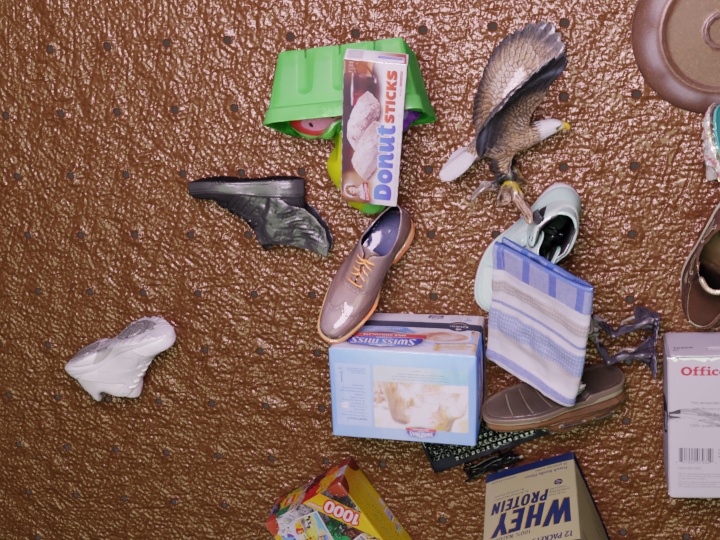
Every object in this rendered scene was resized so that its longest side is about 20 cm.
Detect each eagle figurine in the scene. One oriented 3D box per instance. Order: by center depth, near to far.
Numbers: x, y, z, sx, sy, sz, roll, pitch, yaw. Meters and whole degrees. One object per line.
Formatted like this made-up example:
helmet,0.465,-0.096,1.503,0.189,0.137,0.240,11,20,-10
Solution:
eagle figurine,0.184,-0.184,1.106,0.151,0.150,0.202,29,134,41

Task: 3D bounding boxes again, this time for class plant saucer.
plant saucer,0.418,-0.280,1.070,0.197,0.037,0.203,4,110,11

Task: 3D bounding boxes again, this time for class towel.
towel,0.217,0.068,1.145,0.146,0.024,0.202,32,140,34

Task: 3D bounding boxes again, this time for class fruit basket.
fruit basket,-0.007,-0.172,1.156,0.213,0.155,0.219,0,91,14

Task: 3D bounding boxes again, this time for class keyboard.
keyboard,0.184,0.242,1.303,0.198,0.040,0.105,-24,101,20

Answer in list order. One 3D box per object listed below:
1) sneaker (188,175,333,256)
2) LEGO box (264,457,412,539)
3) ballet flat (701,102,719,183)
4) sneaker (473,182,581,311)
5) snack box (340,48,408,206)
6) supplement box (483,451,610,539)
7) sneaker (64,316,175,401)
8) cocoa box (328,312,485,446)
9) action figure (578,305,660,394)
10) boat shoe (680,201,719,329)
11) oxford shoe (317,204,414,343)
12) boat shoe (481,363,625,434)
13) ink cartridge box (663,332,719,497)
sneaker,-0.137,-0.074,1.256,0.197,0.060,0.106,0,104,9
LEGO box,-0.022,0.407,1.386,0.148,0.077,0.201,-34,99,21
ballet flat,0.455,-0.105,1.107,0.201,0.075,0.064,57,154,-6
sneaker,0.204,-0.014,1.167,0.073,0.118,0.201,33,114,-2
snack box,0.014,-0.162,1.074,0.071,0.024,0.202,5,134,3
supplement box,0.261,0.397,1.240,0.133,0.200,0.202,-20,111,18
sneaker,-0.341,0.138,1.377,0.198,0.078,0.100,-22,110,28
cocoa box,0.066,0.143,1.245,0.197,0.131,0.135,2,109,12
action figure,0.285,0.090,1.195,0.197,0.102,0.120,2,121,11
boat shoe,0.425,0.003,1.112,0.074,0.075,0.204,19,136,23
oxford shoe,0.000,0.000,1.196,0.071,0.073,0.202,27,81,15
boat shoe,0.259,0.188,1.225,0.197,0.072,0.069,-12,124,-3
ink cartridge box,0.469,0.186,1.193,0.143,0.084,0.203,-2,108,14
